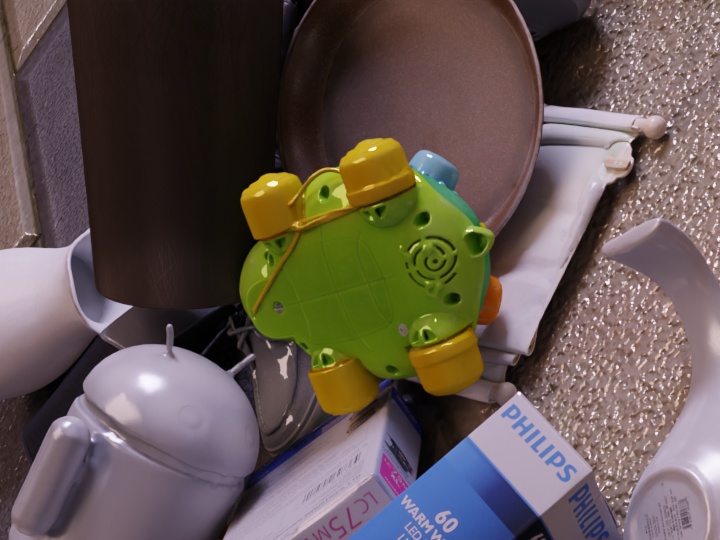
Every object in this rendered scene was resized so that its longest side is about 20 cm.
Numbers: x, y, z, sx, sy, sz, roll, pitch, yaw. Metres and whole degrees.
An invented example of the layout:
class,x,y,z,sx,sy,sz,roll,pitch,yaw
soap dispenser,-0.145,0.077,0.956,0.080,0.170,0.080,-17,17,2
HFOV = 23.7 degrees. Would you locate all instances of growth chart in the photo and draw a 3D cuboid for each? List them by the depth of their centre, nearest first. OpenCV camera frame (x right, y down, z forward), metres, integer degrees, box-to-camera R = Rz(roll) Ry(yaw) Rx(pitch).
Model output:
class,x,y,z,sx,sy,sz,roll,pitch,yaw
growth chart,0.090,-0.013,1.013,0.201,0.018,0.145,-62,30,0

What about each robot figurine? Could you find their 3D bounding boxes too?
class,x,y,z,sx,sy,sz,roll,pitch,yaw
robot figurine,-0.132,0.129,1.010,0.113,0.169,0.201,31,95,32

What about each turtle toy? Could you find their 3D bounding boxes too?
class,x,y,z,sx,sy,sz,roll,pitch,yaw
turtle toy,0.000,0.000,0.990,0.199,0.147,0.101,-14,10,39

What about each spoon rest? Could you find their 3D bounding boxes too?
class,x,y,z,sx,sy,sz,roll,pitch,yaw
spoon rest,0.159,0.077,0.811,0.099,0.060,0.202,-29,57,45

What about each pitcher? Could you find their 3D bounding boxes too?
class,x,y,z,sx,sy,sz,roll,pitch,yaw
pitcher,-0.265,0.019,1.453,0.199,0.122,0.172,-23,26,33

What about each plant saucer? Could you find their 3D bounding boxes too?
class,x,y,z,sx,sy,sz,roll,pitch,yaw
plant saucer,0.033,-0.095,1.046,0.199,0.032,0.202,0,90,37

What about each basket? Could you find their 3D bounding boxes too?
class,x,y,z,sx,sy,sz,roll,pitch,yaw
basket,-0.113,-0.087,1.069,0.180,0.135,0.202,-71,-17,-74

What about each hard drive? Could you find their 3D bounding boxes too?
class,x,y,z,sx,sy,sz,roll,pitch,yaw
hard drive,-0.155,0.066,1.195,0.135,0.042,0.200,-49,-5,21

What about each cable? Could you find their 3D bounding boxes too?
class,x,y,z,sx,sy,sz,roll,pitch,yaw
cable,-0.039,-0.134,1.180,0.163,0.051,0.202,-30,50,40

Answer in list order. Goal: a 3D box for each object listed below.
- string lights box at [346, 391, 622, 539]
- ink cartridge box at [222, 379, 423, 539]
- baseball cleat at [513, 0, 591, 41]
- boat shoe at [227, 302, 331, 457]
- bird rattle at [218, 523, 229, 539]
class,x,y,z,sx,sy,sz,roll,pitch,yaw
string lights box,0.028,0.161,0.806,0.200,0.103,0.059,-40,55,-7
ink cartridge box,-0.022,0.129,0.967,0.119,0.042,0.200,-37,9,11
baseball cleat,0.079,-0.135,1.094,0.200,0.069,0.107,-16,58,63
boat shoe,-0.057,0.034,1.146,0.070,0.071,0.202,-36,39,37
bird rattle,-0.147,0.224,1.109,0.162,0.113,0.202,-3,64,36
